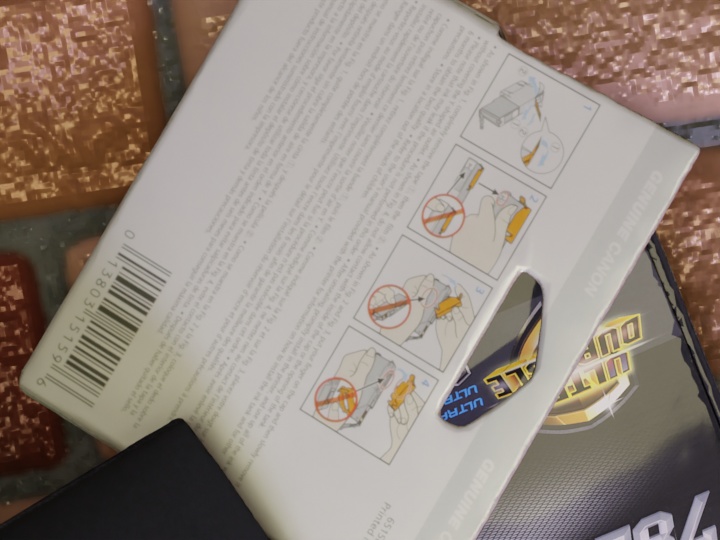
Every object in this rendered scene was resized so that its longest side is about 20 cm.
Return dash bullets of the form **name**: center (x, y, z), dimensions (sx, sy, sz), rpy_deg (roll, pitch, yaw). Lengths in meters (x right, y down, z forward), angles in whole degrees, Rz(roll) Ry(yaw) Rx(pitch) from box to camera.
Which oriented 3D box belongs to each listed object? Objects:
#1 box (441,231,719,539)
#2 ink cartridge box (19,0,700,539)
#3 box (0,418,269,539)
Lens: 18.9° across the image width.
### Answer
- **box**: center (0.054, 0.104, 0.831), dimensions (0.198, 0.050, 0.200), rpy_deg (-22, 97, 5)
- **ink cartridge box**: center (0.000, 0.000, 0.779), dimensions (0.173, 0.044, 0.201), rpy_deg (31, 88, 11)
- **box**: center (-0.130, 0.158, 0.744), dimensions (0.200, 0.148, 0.105), rpy_deg (-38, 85, 38)
